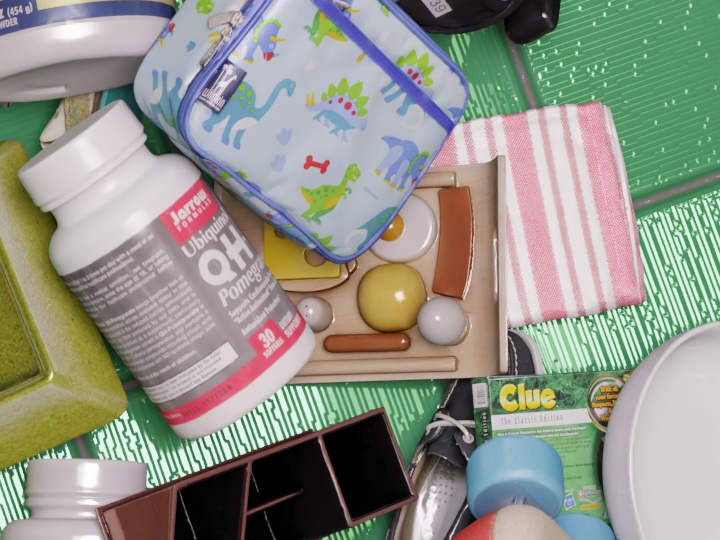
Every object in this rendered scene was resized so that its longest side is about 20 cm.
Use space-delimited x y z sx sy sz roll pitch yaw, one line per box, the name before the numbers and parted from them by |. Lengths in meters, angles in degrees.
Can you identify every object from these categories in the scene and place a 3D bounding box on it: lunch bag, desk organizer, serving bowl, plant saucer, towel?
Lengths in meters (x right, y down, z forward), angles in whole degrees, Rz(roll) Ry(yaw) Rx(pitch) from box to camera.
lunch bag | -0.032 -0.113 1.447 0.161 0.082 0.200 -53 134 -6
desk organizer | -0.062 0.149 1.474 0.200 0.077 0.072 -17 85 -47
serving bowl | 0.229 0.137 1.540 0.199 0.066 0.201 8 77 -36
plant saucer | -0.276 0.037 1.484 0.199 0.048 0.200 -24 79 1
towel | 0.089 -0.031 1.599 0.199 0.030 0.147 -10 85 -8

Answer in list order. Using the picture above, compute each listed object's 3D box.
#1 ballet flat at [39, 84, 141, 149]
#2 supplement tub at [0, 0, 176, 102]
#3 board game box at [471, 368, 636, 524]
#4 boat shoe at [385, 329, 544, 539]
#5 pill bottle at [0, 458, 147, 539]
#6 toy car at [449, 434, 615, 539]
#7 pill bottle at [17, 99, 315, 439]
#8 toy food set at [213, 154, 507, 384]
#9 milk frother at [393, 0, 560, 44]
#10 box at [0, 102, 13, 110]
ballet flat | -0.182 -0.064 1.541 0.070 0.071 0.201 1 82 -9
supplement tub | -0.196 -0.216 1.451 0.144 0.144 0.201 -10 85 -10
board game box | 0.163 0.118 1.554 0.199 0.023 0.105 -1 86 -34
boat shoe | 0.067 0.130 1.543 0.060 0.075 0.201 24 75 -46
pill bottle | -0.177 0.222 1.480 0.109 0.109 0.201 2 83 -9
toy car | 0.052 0.233 1.429 0.199 0.177 0.185 -18 46 19
pill bottle | -0.125 -0.003 1.460 0.111 0.111 0.200 -38 102 -12
toy food set | 0.000 0.000 1.537 0.199 0.060 0.144 -2 83 12
milk frother | 0.031 -0.234 1.565 0.199 0.181 0.189 -9 46 17
box | -0.192 -0.213 1.555 0.200 0.060 0.117 -39 91 -11
